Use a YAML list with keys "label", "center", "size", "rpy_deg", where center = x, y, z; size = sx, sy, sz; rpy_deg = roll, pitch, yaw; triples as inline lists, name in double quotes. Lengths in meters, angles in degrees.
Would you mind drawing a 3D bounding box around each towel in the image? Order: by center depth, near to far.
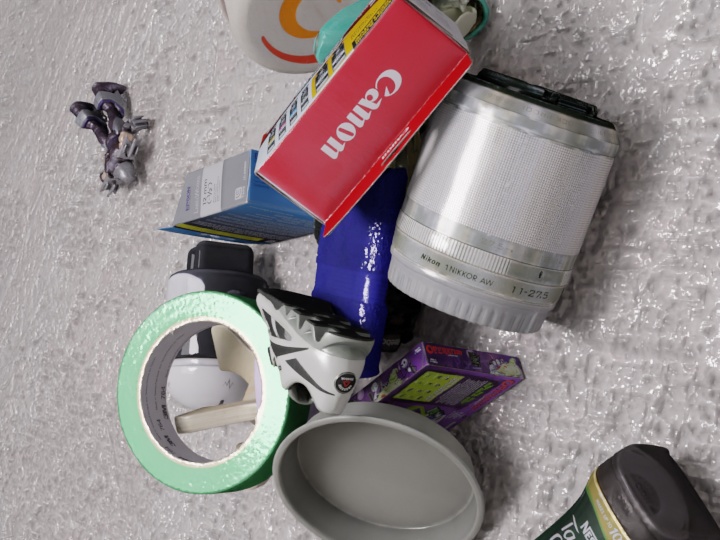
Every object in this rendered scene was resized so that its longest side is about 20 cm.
- label: "towel"
  center: [0.000, 0.000, 1.157]
  size: [0.148, 0.050, 0.200]
  rpy_deg: [-169, 87, -67]

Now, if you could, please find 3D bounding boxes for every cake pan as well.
- label: "cake pan"
  center: [0.019, 0.195, 1.122]
  size: [0.200, 0.200, 0.037]
  rpy_deg: [-42, 18, 39]

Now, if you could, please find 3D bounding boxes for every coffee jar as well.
- label: "coffee jar"
  center: [0.190, 0.231, 0.958]
  size: [0.200, 0.085, 0.104]
  rpy_deg: [-54, 44, 29]

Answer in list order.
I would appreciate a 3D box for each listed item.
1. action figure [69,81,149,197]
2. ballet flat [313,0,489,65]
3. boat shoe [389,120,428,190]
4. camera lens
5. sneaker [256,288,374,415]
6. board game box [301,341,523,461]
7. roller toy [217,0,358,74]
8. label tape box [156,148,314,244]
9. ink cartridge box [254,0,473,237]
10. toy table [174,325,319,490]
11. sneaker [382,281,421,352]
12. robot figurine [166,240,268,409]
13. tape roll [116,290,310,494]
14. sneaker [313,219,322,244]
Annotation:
- label: "action figure"
  center: [-0.363, -0.195, 1.794]
  size: [0.130, 0.069, 0.200]
  rpy_deg: [-48, 51, 26]
- label: "ballet flat"
  center: [0.049, -0.237, 1.170]
  size: [0.070, 0.200, 0.067]
  rpy_deg: [25, 130, 45]
- label: "boat shoe"
  center: [0.050, -0.130, 1.252]
  size: [0.073, 0.063, 0.201]
  rpy_deg: [100, 175, -74]
- label: "camera lens"
  center: [0.122, -0.064, 1.052]
  size: [0.160, 0.160, 0.200]
  rpy_deg: [33, 109, 50]
- label: "sneaker"
  center: [-0.056, 0.072, 1.104]
  size: [0.200, 0.074, 0.089]
  rpy_deg: [-142, 65, -65]
- label: "board game box"
  center: [0.044, 0.132, 1.142]
  size: [0.200, 0.120, 0.032]
  rpy_deg: [-42, 46, 39]
- label: "roller toy"
  center: [-0.074, -0.326, 1.344]
  size: [0.182, 0.200, 0.140]
  rpy_deg: [-58, 41, 35]
- label: "label tape box"
  center: [-0.124, -0.078, 1.388]
  size: [0.200, 0.143, 0.066]
  rpy_deg: [-9, 75, 51]
- label: "ink cartridge box"
  center: [0.000, -0.148, 1.062]
  size: [0.200, 0.084, 0.176]
  rpy_deg: [-50, 14, 15]
- label: "toy table"
  center: [-0.095, 0.138, 1.292]
  size: [0.117, 0.184, 0.200]
  rpy_deg: [-9, 82, 37]
- label: "sneaker"
  center: [0.035, 0.027, 1.219]
  size: [0.200, 0.071, 0.098]
  rpy_deg: [-41, 52, 43]
- label: "robot figurine"
  center: [-0.170, 0.068, 1.436]
  size: [0.125, 0.150, 0.200]
  rpy_deg: [-2, 78, 18]
- label: "tape roll"
  center: [-0.148, 0.121, 1.205]
  size: [0.200, 0.048, 0.201]
  rpy_deg: [-4, 82, 25]
- label: "sneaker"
  center: [-0.017, -0.113, 1.263]
  size: [0.087, 0.074, 0.200]
  rpy_deg: [-79, -3, -50]
